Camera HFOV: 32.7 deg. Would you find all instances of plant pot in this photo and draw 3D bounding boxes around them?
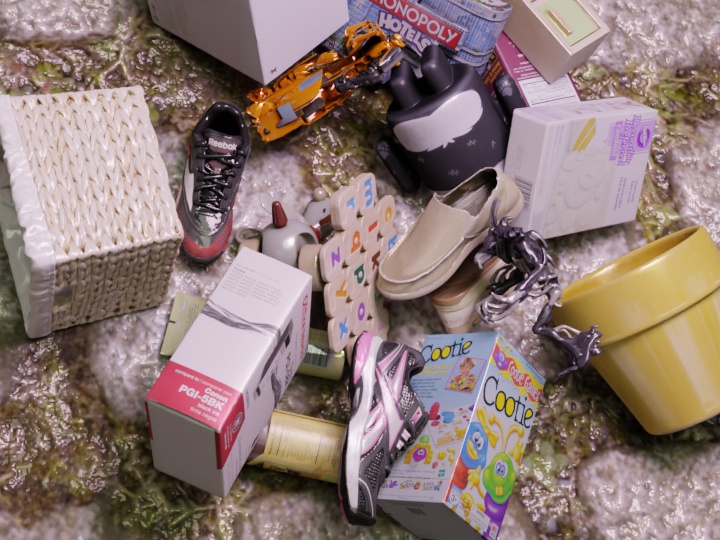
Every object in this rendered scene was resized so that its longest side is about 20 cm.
[{"bbox_3d":[0.341,0.075,1.399,0.201,0.201,0.189,-27,91,-23],"label":"plant pot"}]

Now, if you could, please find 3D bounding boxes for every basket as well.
[{"bbox_3d":[-0.292,-0.061,1.289,0.161,0.198,0.200,-11,69,-20],"label":"basket"}]

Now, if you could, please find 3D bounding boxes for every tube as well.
[{"bbox_3d":[-0.114,0.077,1.358,0.200,0.052,0.058,11,23,-4],"label":"tube"}]

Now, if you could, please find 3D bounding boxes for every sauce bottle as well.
[{"bbox_3d":[-0.093,0.178,1.305,0.200,0.065,0.065,14,64,-6],"label":"sauce bottle"}]

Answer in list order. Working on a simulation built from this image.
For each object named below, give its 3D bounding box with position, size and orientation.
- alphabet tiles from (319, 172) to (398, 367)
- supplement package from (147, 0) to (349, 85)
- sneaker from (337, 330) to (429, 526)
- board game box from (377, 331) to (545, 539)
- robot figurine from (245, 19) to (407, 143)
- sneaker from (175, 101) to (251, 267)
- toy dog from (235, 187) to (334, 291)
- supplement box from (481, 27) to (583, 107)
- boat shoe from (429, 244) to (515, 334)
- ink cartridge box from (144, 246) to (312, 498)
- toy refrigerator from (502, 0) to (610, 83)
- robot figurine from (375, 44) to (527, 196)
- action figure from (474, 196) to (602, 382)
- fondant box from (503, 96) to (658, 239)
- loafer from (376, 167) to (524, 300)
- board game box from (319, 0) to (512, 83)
[{"bbox_3d":[0.000,0.000,1.341,0.015,0.200,0.196,3,22,24],"label":"alphabet tiles"},{"bbox_3d":[-0.140,-0.352,1.448,0.200,0.152,0.151,33,60,28],"label":"supplement package"},{"bbox_3d":[0.027,0.160,1.254,0.086,0.080,0.200,8,72,-3],"label":"sneaker"},{"bbox_3d":[0.106,0.178,1.311,0.103,0.105,0.200,43,56,-36],"label":"board game box"},{"bbox_3d":[-0.038,-0.226,1.433,0.200,0.145,0.058,-32,112,6],"label":"robot figurine"},{"bbox_3d":[-0.168,-0.106,1.396,0.071,0.098,0.201,12,65,-11],"label":"sneaker"},{"bbox_3d":[-0.072,-0.052,1.333,0.132,0.096,0.200,-5,24,-5],"label":"toy dog"},{"bbox_3d":[0.192,-0.241,1.538,0.086,0.110,0.200,-15,71,-23],"label":"supplement box"},{"bbox_3d":[0.154,0.006,1.447,0.200,0.072,0.065,-42,124,-39],"label":"boat shoe"},{"bbox_3d":[-0.126,0.100,1.222,0.083,0.147,0.200,22,56,11],"label":"ink cartridge box"},{"bbox_3d":[0.201,-0.332,1.480,0.076,0.070,0.200,-33,79,-28],"label":"toy refrigerator"},{"bbox_3d":[0.108,-0.164,1.449,0.125,0.150,0.200,-48,117,-29],"label":"robot figurine"},{"bbox_3d":[0.173,0.024,1.313,0.102,0.119,0.200,-33,82,2],"label":"action figure"},{"bbox_3d":[0.256,-0.122,1.453,0.200,0.144,0.058,-12,29,-39],"label":"fondant box"},{"bbox_3d":[0.092,-0.047,1.361,0.200,0.068,0.076,-40,43,-13],"label":"loafer"},{"bbox_3d":[0.070,-0.316,1.476,0.200,0.200,0.062,32,39,12],"label":"board game box"}]
